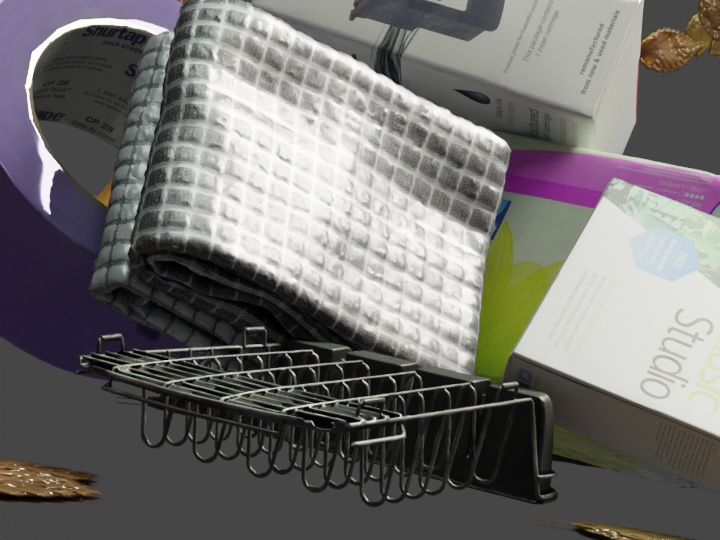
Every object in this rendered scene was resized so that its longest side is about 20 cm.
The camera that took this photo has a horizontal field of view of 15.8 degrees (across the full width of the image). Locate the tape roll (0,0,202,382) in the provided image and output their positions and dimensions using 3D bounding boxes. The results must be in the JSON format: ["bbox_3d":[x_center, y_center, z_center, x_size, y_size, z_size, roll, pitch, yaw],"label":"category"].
[{"bbox_3d":[-0.127,-0.049,1.321,0.199,0.200,0.085,7,-39,-36],"label":"tape roll"}]

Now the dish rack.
[{"bbox_3d":[-0.019,0.063,1.091,0.153,0.055,0.200,10,5,30],"label":"dish rack"}]

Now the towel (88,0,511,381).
[{"bbox_3d":[-0.021,-0.024,1.254,0.200,0.166,0.086,26,-42,-24],"label":"towel"}]

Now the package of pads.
[{"bbox_3d":[0.119,0.020,1.316,0.200,0.155,0.068,12,-23,39],"label":"package of pads"}]

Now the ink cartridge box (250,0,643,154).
[{"bbox_3d":[0.048,-0.114,1.427,0.199,0.085,0.145,19,-21,12],"label":"ink cartridge box"}]

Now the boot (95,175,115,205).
[{"bbox_3d":[-0.153,-0.052,1.738,0.200,0.145,0.071,9,3,-2],"label":"boot"}]

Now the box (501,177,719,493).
[{"bbox_3d":[0.180,0.043,1.179,0.199,0.036,0.144,23,43,10],"label":"box"}]
